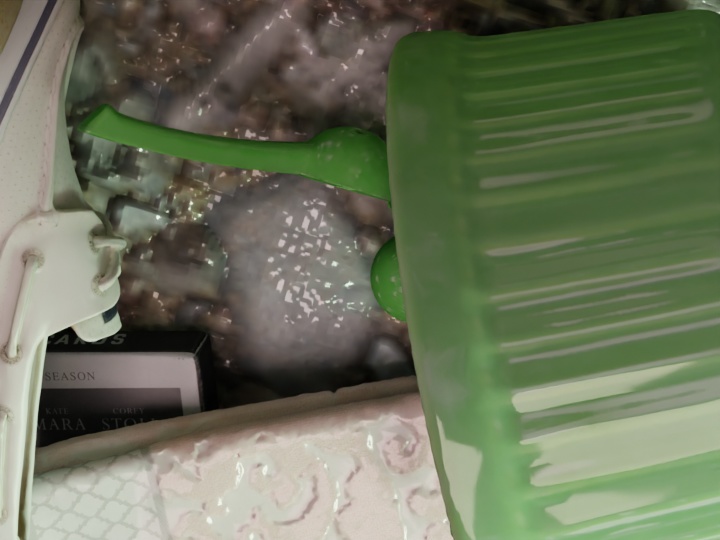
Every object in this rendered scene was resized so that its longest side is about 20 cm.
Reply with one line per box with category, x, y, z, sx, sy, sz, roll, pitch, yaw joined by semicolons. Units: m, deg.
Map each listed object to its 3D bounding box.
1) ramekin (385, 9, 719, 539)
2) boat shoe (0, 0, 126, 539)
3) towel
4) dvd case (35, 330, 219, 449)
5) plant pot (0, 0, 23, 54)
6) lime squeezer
ramekin;0.079;0.019;0.723;0.097;0.200;0.200;-11;124;10
boat shoe;-0.109;0.000;0.794;0.070;0.071;0.200;16;101;0
towel;-0.024;0.140;0.881;0.191;0.032;0.200;-10;112;-2
dvd case;-0.119;0.118;0.912;0.150;0.025;0.200;-1;112;11
plant pot;-0.202;-0.112;0.705;0.200;0.188;0.187;34;127;-31
lime squeezer;0.000;0.000;0.801;0.038;0.071;0.200;-5;132;53
